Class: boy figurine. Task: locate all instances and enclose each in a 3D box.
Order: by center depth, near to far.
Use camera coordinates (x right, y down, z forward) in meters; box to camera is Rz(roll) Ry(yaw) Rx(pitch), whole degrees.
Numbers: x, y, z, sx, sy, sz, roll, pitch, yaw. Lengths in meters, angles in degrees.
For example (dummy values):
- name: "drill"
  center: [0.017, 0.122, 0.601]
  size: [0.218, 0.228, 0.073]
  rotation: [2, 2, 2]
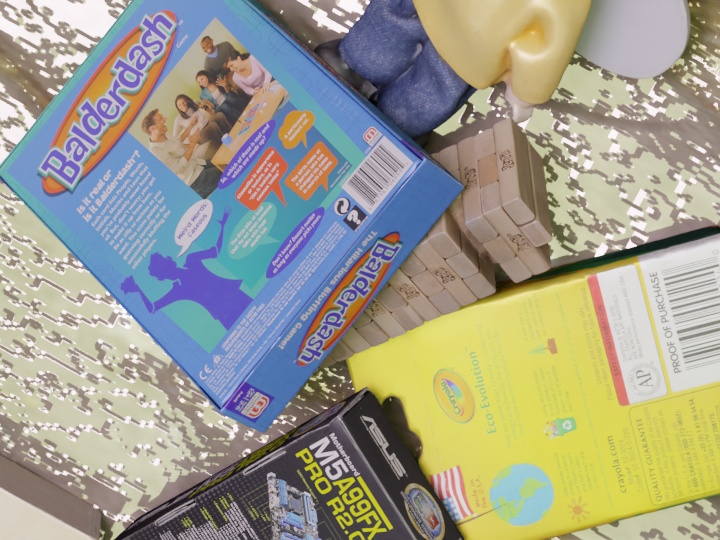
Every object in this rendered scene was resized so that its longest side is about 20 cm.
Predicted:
- name: "boy figurine"
  center: [0.061, -0.137, 1.263]
  size: [0.200, 0.064, 0.125]
  rotation: [-40, 78, 36]

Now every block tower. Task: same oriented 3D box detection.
- name: "block tower"
  center: [0.000, 0.000, 1.293]
  size: [0.199, 0.058, 0.054]
  rotation: [-23, 135, 21]

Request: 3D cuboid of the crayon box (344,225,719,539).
- name: "crayon box"
  center: [0.101, 0.064, 1.333]
  size: [0.199, 0.051, 0.128]
  rotation: [-14, 95, 4]

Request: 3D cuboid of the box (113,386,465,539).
- name: "box"
  center: [-0.011, 0.182, 1.324]
  size: [0.160, 0.044, 0.201]
  rotation: [-31, 94, 27]

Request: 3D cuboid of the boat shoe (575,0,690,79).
- name: "boat shoe"
  center: [0.091, -0.181, 1.307]
  size: [0.069, 0.057, 0.200]
  rotation: [-41, 93, 22]

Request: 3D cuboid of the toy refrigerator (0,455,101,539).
- name: "toy refrigerator"
  center: [-0.211, 0.196, 1.348]
  size: [0.076, 0.070, 0.201]
  rotation: [29, 96, -8]

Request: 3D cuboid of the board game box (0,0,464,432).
- name: "board game box"
  center: [-0.067, -0.044, 1.280]
  size: [0.152, 0.045, 0.200]
  rotation: [-50, 57, 6]
